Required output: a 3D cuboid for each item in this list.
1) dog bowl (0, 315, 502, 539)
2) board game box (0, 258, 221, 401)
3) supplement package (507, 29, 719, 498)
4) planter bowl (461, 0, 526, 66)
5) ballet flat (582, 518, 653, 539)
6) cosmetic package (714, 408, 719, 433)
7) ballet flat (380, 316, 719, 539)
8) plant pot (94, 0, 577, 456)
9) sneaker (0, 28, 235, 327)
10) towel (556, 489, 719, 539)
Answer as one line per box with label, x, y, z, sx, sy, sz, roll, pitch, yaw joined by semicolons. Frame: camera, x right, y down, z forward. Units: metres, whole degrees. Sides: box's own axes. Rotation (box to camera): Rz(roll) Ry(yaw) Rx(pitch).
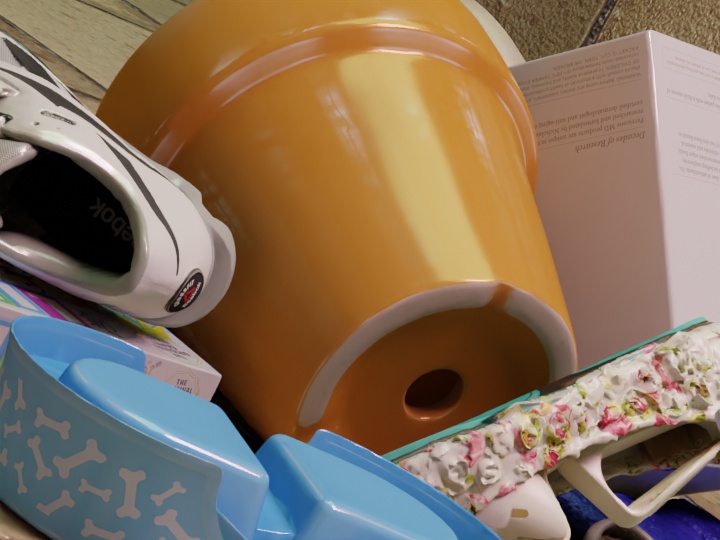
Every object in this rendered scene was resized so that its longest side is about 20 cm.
dog bowl;-0.040;0.080;0.866;0.199;0.050;0.111;26;8;-24
board game box;-0.165;0.002;0.979;0.200;0.034;0.134;21;11;-45
supplement package;0.126;0.004;1.217;0.119;0.201;0.121;-12;-15;36
planter bowl;-0.012;-0.054;1.405;0.200;0.201;0.134;33;36;31
ballet flat;0.133;0.152;0.958;0.067;0.064;0.200;23;10;-34
cosmetic package;0.199;0.123;0.966;0.200;0.074;0.102;61;8;-56
ballet flat;0.080;0.076;1.002;0.064;0.199;0.076;60;-24;18
plant pot;0.000;0.000;1.086;0.200;0.200;0.184;23;26;-37
sneaker;-0.143;-0.049;0.983;0.200;0.074;0.088;30;6;13
towel;0.151;0.143;1.137;0.147;0.050;0.200;31;8;23
